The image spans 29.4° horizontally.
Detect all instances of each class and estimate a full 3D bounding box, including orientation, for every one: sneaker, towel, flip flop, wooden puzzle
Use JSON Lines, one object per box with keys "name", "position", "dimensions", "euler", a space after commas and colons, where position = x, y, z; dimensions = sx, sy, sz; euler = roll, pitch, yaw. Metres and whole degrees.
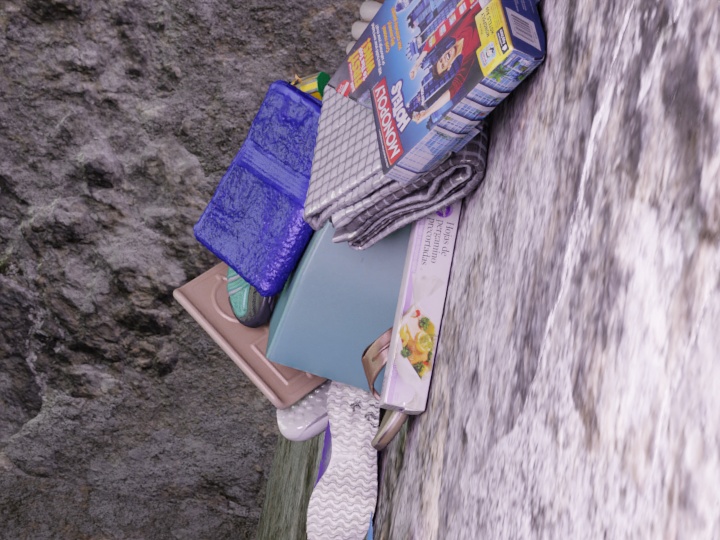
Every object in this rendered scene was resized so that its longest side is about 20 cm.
{"name": "sneaker", "position": [-0.029, 0.149, 1.573], "dimensions": [0.200, 0.076, 0.081], "euler": [-41, -42, -51]}
{"name": "towel", "position": [-0.092, -0.089, 1.417], "dimensions": [0.148, 0.049, 0.201], "euler": [36, 102, 45]}
{"name": "flip flop", "position": [0.032, 0.071, 1.295], "dimensions": [0.081, 0.057, 0.201], "euler": [126, 156, -79]}
{"name": "sneaker", "position": [-0.011, 0.215, 1.460], "dimensions": [0.100, 0.069, 0.201], "euler": [84, -165, -70]}
{"name": "sneaker", "position": [-0.097, -0.022, 1.546], "dimensions": [0.074, 0.087, 0.201], "euler": [-23, 55, 35]}
{"name": "towel", "position": [0.039, -0.123, 1.238], "dimensions": [0.200, 0.085, 0.166], "euler": [-31, 42, 47]}
{"name": "wooden puzzle", "position": [-0.089, 0.055, 1.562], "dimensions": [0.200, 0.185, 0.046], "euler": [-32, -20, -40]}

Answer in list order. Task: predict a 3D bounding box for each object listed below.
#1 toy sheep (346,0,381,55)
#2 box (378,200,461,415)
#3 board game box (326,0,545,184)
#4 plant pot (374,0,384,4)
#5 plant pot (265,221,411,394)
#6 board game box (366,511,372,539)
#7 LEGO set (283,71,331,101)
{"name": "toy sheep", "position": [0.047, -0.234, 1.511], "dimensions": [0.138, 0.137, 0.201], "euler": [-101, 9, -79]}
{"name": "box", "position": [0.054, 0.029, 1.244], "dimensions": [0.041, 0.038, 0.201], "euler": [126, 155, -76]}
{"name": "board game box", "position": [0.058, -0.165, 1.088], "dimensions": [0.200, 0.061, 0.201], "euler": [-43, 39, 35]}
{"name": "plant pot", "position": [0.054, -0.333, 1.354], "dimensions": [0.200, 0.174, 0.201], "euler": [-167, 90, -86]}
{"name": "plant pot", "position": [0.000, 0.000, 1.434], "dimensions": [0.141, 0.141, 0.201], "euler": [-95, 24, -74]}
{"name": "board game box", "position": [0.017, 0.283, 1.083], "dimensions": [0.200, 0.039, 0.159], "euler": [-48, -35, -89]}
{"name": "LEGO set", "position": [-0.045, -0.133, 1.548], "dimensions": [0.200, 0.115, 0.155], "euler": [1, -103, -59]}
